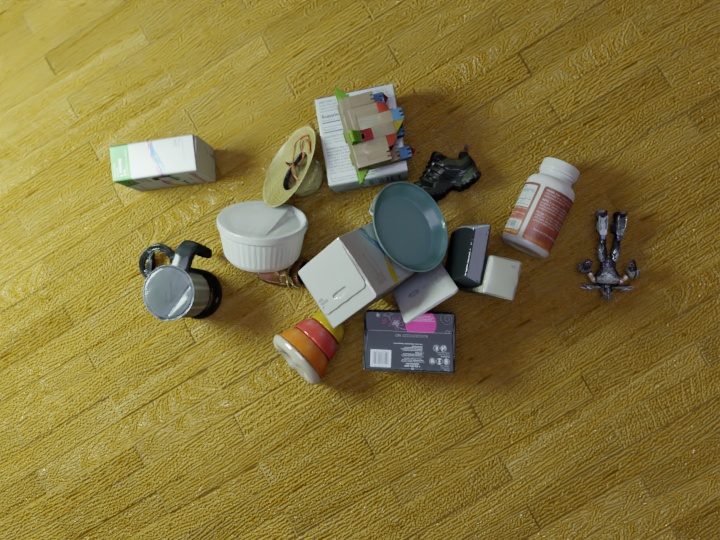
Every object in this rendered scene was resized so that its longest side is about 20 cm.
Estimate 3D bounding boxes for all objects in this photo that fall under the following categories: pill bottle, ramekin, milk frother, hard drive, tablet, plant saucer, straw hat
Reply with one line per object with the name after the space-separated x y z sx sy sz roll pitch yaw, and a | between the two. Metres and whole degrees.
0.398 -0.137 1.439 0.111 0.112 0.202 26 90 7 | pill bottle
-0.218 -0.074 1.466 0.199 0.203 0.095 7 119 6 | ramekin
-0.436 0.022 1.482 0.197 0.188 0.183 -2 86 6 | milk frother
0.223 -0.033 1.406 0.042 0.200 0.137 11 87 -6 | hard drive
0.136 0.043 1.418 0.129 0.200 0.014 -33 106 6 | tablet
0.100 -0.089 1.402 0.198 0.036 0.203 12 68 -31 | plant saucer
-0.133 -0.219 1.510 0.085 0.200 0.203 25 90 -35 | straw hat

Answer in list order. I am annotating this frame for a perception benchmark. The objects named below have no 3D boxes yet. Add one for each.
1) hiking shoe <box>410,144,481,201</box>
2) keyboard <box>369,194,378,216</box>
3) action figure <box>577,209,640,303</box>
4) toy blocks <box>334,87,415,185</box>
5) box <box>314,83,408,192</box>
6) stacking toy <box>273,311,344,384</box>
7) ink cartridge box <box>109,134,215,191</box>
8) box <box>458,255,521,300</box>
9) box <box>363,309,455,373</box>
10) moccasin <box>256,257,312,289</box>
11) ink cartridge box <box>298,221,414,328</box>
0.168 -0.213 1.495 0.198 0.076 0.102 -20 76 -4 | hiking shoe
0.103 -0.088 1.448 0.199 0.011 0.057 37 54 -15 | keyboard
0.542 -0.029 1.441 0.128 0.069 0.203 2 90 1 | action figure
0.036 -0.301 1.400 0.135 0.100 0.203 -16 86 -7 | toy blocks
0.005 -0.296 1.493 0.181 0.105 0.203 -10 87 5 | box
-0.085 0.143 1.488 0.146 0.146 0.200 44 73 6 | stacking toy
-0.450 -0.245 1.518 0.197 0.145 0.085 -7 87 5 | ink cartridge box
0.271 0.014 1.397 0.067 0.200 0.083 14 87 -5 | box
0.110 0.155 1.454 0.197 0.115 0.134 1 88 7 | box
-0.140 0.008 1.506 0.199 0.078 0.075 9 88 7 | moccasin
0.000 0.000 1.408 0.147 0.199 0.145 -38 84 36 | ink cartridge box
